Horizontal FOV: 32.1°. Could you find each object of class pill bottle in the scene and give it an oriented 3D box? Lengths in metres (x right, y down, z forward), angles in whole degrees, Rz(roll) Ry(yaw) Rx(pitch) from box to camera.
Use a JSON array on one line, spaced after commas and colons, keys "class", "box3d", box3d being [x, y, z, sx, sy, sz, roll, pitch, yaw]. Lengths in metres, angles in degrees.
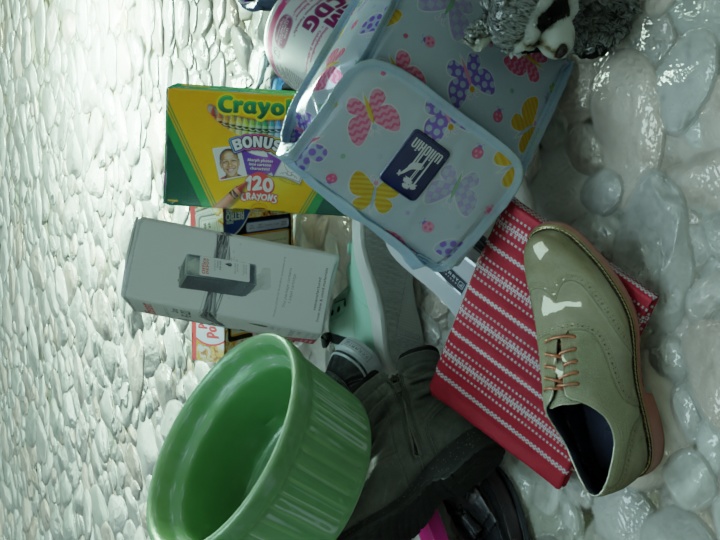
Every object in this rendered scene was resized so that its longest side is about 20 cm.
[{"class": "pill bottle", "box3d": [0.003, -0.191, 1.160, 0.200, 0.113, 0.114, 41, 129, 45]}]

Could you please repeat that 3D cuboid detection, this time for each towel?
[{"class": "towel", "box3d": [0.138, 0.060, 0.978, 0.144, 0.022, 0.201, 36, 126, 24]}]

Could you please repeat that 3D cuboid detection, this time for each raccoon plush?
[{"class": "raccoon plush", "box3d": [0.114, -0.220, 0.932, 0.200, 0.133, 0.097, 51, 137, 47]}]

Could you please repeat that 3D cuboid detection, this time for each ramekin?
[{"class": "ramekin", "box3d": [-0.081, 0.163, 1.044, 0.200, 0.097, 0.201, -39, 32, 30]}]

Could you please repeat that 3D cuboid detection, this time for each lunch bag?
[{"class": "lunch bag", "box3d": [0.048, -0.120, 0.957, 0.201, 0.169, 0.127, -61, 21, -19]}]

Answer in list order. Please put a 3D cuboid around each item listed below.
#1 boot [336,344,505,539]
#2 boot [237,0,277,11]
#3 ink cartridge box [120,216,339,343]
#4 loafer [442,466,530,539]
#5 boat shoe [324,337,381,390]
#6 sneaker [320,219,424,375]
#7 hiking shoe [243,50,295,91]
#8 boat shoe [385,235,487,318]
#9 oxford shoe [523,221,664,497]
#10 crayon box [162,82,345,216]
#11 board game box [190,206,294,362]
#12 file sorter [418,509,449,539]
[{"class": "boot", "box3d": [0.016, 0.162, 1.076, 0.131, 0.199, 0.068, 48, 169, 35]}, {"class": "boot", "box3d": [-0.051, -0.294, 1.280, 0.200, 0.090, 0.073, -6, 87, 62]}, {"class": "ink cartridge box", "box3d": [-0.131, 0.013, 1.247, 0.146, 0.198, 0.086, 127, 155, -81]}, {"class": "loafer", "box3d": [0.084, 0.181, 1.109, 0.072, 0.063, 0.201, -59, 43, 44]}, {"class": "boat shoe", "box3d": [-0.024, 0.141, 1.239, 0.072, 0.071, 0.201, 35, 152, 24]}, {"class": "sneaker", "box3d": [0.000, 0.000, 1.230, 0.118, 0.073, 0.202, 0, 96, 55]}, {"class": "hiking shoe", "box3d": [-0.101, -0.169, 1.403, 0.200, 0.074, 0.087, -59, 43, 46]}, {"class": "boat shoe", "box3d": [0.106, 0.014, 1.051, 0.200, 0.068, 0.072, 44, 127, 23]}, {"class": "oxford shoe", "box3d": [0.159, 0.064, 0.896, 0.071, 0.074, 0.201, -21, 92, 43]}, {"class": "crayon box", "box3d": [-0.098, -0.124, 1.275, 0.058, 0.198, 0.120, -88, 1, -77]}, {"class": "board game box", "box3d": [-0.129, -0.008, 1.399, 0.046, 0.151, 0.202, 3, 96, 27]}, {"class": "file sorter", "box3d": [0.015, 0.261, 1.131, 0.139, 0.124, 0.201, 82, 168, -59]}]
